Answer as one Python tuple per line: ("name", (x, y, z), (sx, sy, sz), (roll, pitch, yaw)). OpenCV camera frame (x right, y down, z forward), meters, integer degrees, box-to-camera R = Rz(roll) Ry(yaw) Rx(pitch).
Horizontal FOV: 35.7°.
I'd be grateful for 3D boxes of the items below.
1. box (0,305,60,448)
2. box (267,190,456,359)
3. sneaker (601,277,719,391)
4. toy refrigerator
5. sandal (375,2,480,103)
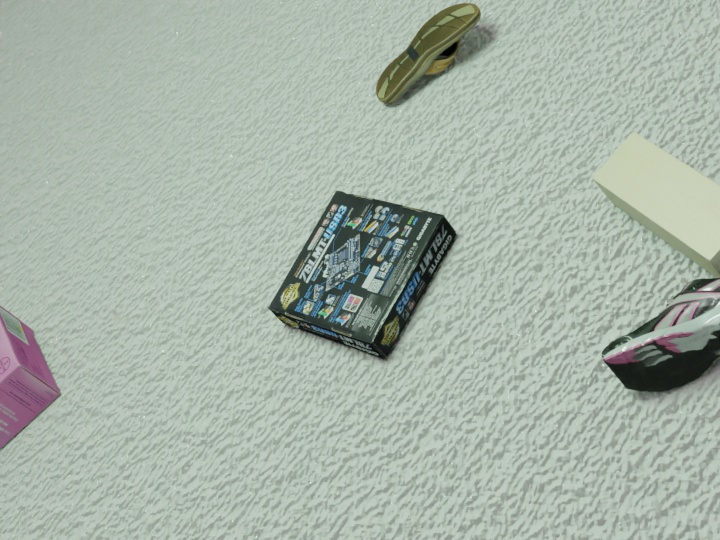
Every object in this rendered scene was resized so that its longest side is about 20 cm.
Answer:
("box", (-0.588, 0.183, 1.729), (0.200, 0.097, 0.176), (-42, 44, 1))
("box", (0.000, 0.000, 1.488), (0.197, 0.050, 0.201), (14, 67, 42))
("sneaker", (0.351, 0.058, 1.191), (0.198, 0.081, 0.087), (-21, 35, 10))
("toy refrigerator", (0.364, -0.072, 1.274), (0.076, 0.070, 0.200), (-48, 43, 3))
("sandal", (0.105, -0.318, 1.661), (0.200, 0.054, 0.081), (-44, 36, 19))
